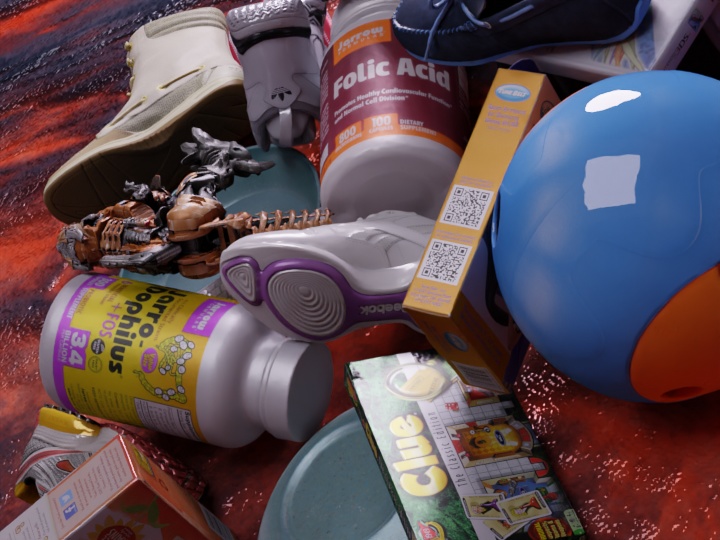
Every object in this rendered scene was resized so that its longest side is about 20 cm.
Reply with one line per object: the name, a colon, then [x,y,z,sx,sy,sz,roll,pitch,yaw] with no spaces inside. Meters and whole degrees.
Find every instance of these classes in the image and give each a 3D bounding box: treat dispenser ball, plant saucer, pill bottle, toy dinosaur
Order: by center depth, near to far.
treat dispenser ball: [0.179,-0.020,1.304,0.200,0.201,0.202,-24,41,24]
plant saucer: [0.001,0.153,1.438,0.200,0.039,0.202,-24,42,23]
pill bottle: [-0.123,0.067,1.546,0.199,0.104,0.105,10,60,24]
toy dinosaur: [-0.117,-0.026,1.565,0.199,0.103,0.136,17,27,13]
pill bottle: [0.026,-0.119,1.609,0.114,0.114,0.201,-25,42,23]
plant saucer: [-0.104,-0.010,1.691,0.199,0.036,0.201,-24,42,23]

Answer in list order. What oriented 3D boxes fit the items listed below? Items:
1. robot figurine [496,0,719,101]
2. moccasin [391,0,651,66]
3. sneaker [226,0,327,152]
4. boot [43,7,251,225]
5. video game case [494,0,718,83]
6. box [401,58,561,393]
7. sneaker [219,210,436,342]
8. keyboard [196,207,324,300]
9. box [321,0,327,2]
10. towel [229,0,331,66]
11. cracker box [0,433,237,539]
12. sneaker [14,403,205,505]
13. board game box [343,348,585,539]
robot figurine: [0.194,-0.174,1.498,0.199,0.125,0.151,-29,46,20]
moccasin: [0.098,-0.187,1.412,0.199,0.068,0.081,-7,53,39]
sneaker: [-0.059,-0.158,1.716,0.075,0.116,0.200,-11,6,6]
boot: [-0.184,-0.132,1.814,0.199,0.072,0.155,-31,39,7]
video game case: [0.168,-0.209,1.439,0.200,0.022,0.183,20,72,48]
box: [0.098,-0.035,1.399,0.041,0.119,0.201,14,70,30]
sneaker: [0.000,0.000,1.508,0.199,0.075,0.100,5,32,-7]
keyboard: [-0.098,0.024,1.617,0.200,0.011,0.056,-34,39,13]
box: [0.060,-0.290,1.660,0.200,0.048,0.158,-27,-12,-46]
towel: [-0.106,-0.160,1.846,0.200,0.022,0.145,-38,38,8]
cracker box: [-0.192,0.222,1.472,0.200,0.134,0.058,-39,37,5]
sneaker: [-0.186,0.159,1.587,0.200,0.078,0.083,7,68,53]
board game box: [0.063,0.119,1.386,0.104,0.024,0.200,-11,38,-11]
